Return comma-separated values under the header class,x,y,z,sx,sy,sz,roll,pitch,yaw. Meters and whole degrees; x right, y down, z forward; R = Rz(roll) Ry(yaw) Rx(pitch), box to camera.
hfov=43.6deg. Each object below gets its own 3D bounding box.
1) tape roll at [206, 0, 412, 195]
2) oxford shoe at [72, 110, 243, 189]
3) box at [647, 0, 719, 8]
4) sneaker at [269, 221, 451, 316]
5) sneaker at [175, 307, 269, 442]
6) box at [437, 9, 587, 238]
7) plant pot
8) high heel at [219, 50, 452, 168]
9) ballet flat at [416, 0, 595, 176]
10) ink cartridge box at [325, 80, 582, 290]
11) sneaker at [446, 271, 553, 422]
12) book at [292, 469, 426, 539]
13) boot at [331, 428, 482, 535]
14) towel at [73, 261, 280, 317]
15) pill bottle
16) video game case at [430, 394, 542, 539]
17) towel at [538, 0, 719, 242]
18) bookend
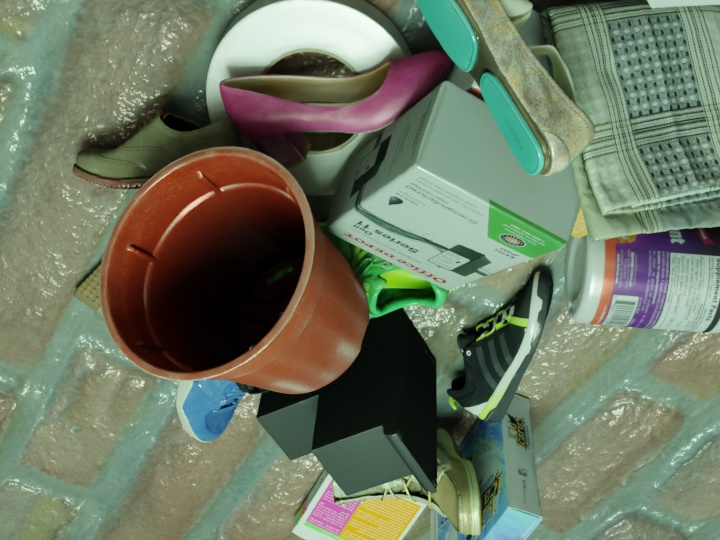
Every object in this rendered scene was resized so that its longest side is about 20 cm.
class,x,y,z,sx,sy,sz,roll,pitch,yaw
tape roll,-0.043,-0.165,0.850,0.202,0.037,0.203,2,125,2
oxford shoe,-0.195,-0.118,0.871,0.200,0.070,0.075,3,105,23
box,0.260,-0.319,0.607,0.200,0.131,0.199,-46,117,-9
sneaker,0.000,0.000,0.935,0.199,0.084,0.074,3,126,3
sneaker,-0.133,0.122,0.981,0.111,0.077,0.200,26,118,28
box,0.164,-0.127,0.793,0.200,0.098,0.124,29,159,-15
plant pot,-0.093,0.020,0.814,0.200,0.201,0.195,-18,156,16
high heel,-0.024,-0.166,0.788,0.200,0.067,0.096,-21,122,25
ballet flat,0.108,-0.163,0.673,0.067,0.068,0.200,-28,84,-12
ink cartridge box,0.075,-0.062,0.782,0.146,0.083,0.200,25,160,-16
sneaker,0.147,0.084,0.990,0.083,0.072,0.200,23,117,9
book,0.009,0.294,1.168,0.133,0.048,0.200,24,122,-11
boot,0.045,0.239,1.006,0.154,0.200,0.072,-2,104,-10
towel,-0.204,0.041,1.019,0.200,0.022,0.147,39,118,-19
pill bottle,0.313,0.004,0.898,0.199,0.112,0.112,4,126,1
video game case,0.140,0.272,1.057,0.045,0.181,0.200,19,124,-10
towel,0.248,-0.128,0.740,0.192,0.035,0.200,-10,85,-26
bookend,-0.023,0.166,0.983,0.198,0.200,0.092,-23,120,18
